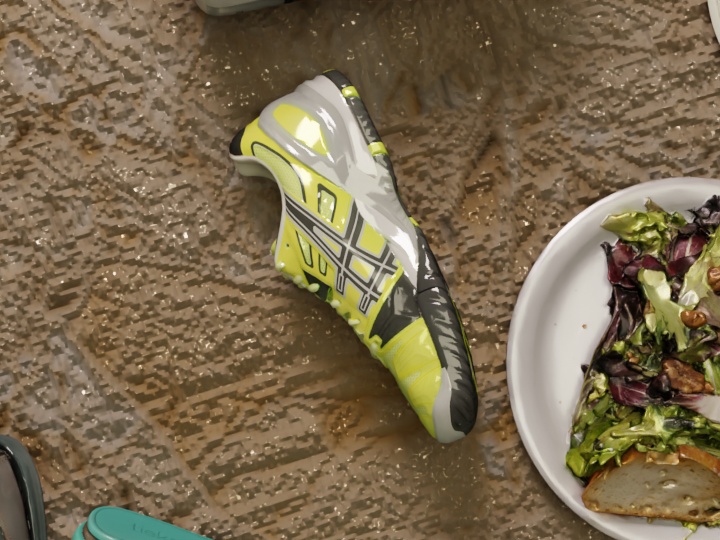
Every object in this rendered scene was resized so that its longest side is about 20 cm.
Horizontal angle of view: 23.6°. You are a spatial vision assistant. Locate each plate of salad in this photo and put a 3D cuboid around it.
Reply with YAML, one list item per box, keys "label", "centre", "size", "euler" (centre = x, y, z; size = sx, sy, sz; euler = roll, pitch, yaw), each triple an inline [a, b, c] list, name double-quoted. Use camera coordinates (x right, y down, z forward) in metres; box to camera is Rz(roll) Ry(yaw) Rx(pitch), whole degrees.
- label: "plate of salad"
  centre: [0.176, 0.049, 0.897]
  size: [0.200, 0.048, 0.200]
  euler: [0, 85, -4]

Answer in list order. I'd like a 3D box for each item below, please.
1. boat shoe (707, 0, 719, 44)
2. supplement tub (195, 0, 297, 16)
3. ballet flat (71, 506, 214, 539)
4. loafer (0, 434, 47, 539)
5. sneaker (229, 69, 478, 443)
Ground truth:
- label: "boat shoe"
  centre: [0.241, -0.119, 0.922]
  size: [0.062, 0.073, 0.200]
  euler: [-1, 74, -48]
- label: "supplement tub"
  centre: [0.003, -0.205, 0.868]
  size: [0.200, 0.123, 0.123]
  euler: [-12, 86, -5]
- label: "ballet flat"
  centre: [-0.052, 0.175, 0.866]
  size: [0.200, 0.067, 0.070]
  euler: [15, 108, -3]
- label: "loafer"
  centre: [-0.183, 0.181, 0.839]
  size: [0.072, 0.063, 0.200]
  euler: [-16, 82, 24]
- label: "sneaker"
  centre: [0.000, 0.000, 0.881]
  size: [0.076, 0.075, 0.200]
  euler: [-25, 77, 1]
